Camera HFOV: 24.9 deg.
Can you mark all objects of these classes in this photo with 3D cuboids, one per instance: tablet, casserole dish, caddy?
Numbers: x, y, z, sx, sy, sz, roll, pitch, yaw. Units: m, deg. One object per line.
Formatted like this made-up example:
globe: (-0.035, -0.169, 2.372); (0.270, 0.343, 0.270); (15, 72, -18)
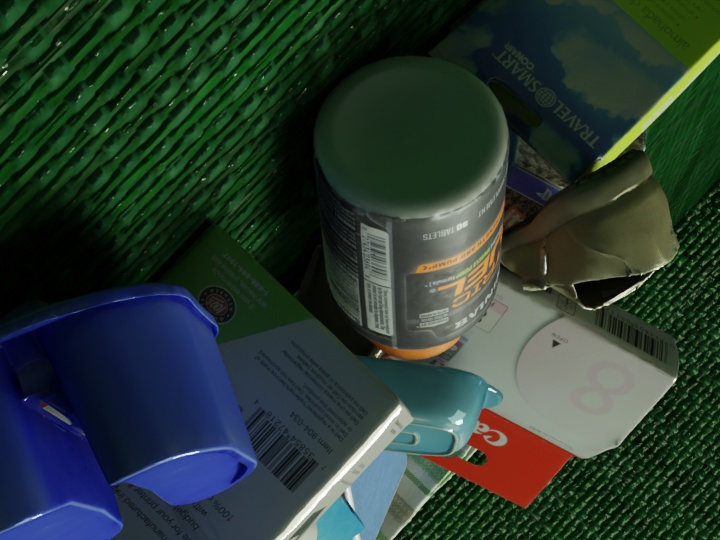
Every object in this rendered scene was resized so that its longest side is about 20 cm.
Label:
tablet: (0.002, 0.109, 1.243); (0.130, 0.014, 0.201); (-62, 148, -53)
casserole dish: (-0.009, 0.086, 1.055); (0.121, 0.199, 0.039); (88, 10, -71)
caddy: (-0.129, 0.063, 0.747); (0.141, 0.105, 0.200); (-23, 167, -1)

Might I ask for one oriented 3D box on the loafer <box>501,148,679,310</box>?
loafer: (0.131, -0.011, 0.950); (0.075, 0.069, 0.200); (-26, 174, -8)

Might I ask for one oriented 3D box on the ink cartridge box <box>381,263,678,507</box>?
ink cartridge box: (0.095, 0.085, 1.111); (0.200, 0.162, 0.057); (-57, -170, 33)

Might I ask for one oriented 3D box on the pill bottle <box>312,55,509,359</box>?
pill bottle: (0.030, -0.024, 0.936); (0.106, 0.106, 0.200); (-43, 157, -19)

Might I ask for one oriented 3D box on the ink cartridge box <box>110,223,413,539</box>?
ink cartridge box: (-0.092, 0.100, 0.886); (0.200, 0.145, 0.084); (-46, 170, -3)

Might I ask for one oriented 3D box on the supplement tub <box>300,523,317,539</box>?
supplement tub: (-0.139, 0.184, 0.997); (0.200, 0.145, 0.145); (-47, 168, -1)

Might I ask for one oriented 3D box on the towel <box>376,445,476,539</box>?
towel: (0.014, 0.132, 1.364); (0.200, 0.149, 0.031); (-50, 168, 18)

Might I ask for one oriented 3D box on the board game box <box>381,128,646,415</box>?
board game box: (0.108, -0.030, 1.151); (0.200, 0.097, 0.160); (-56, -169, 37)

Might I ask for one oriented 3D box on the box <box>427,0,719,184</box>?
box: (0.147, -0.147, 0.982); (0.200, 0.122, 0.048); (-44, 169, -16)

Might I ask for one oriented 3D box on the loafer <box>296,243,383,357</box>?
loafer: (0.000, 0.000, 1.084); (0.201, 0.076, 0.067); (-61, 162, 21)

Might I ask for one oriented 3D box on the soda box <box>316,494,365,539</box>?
soda box: (-0.100, 0.202, 1.108); (0.200, 0.064, 0.068); (-37, 142, -3)
